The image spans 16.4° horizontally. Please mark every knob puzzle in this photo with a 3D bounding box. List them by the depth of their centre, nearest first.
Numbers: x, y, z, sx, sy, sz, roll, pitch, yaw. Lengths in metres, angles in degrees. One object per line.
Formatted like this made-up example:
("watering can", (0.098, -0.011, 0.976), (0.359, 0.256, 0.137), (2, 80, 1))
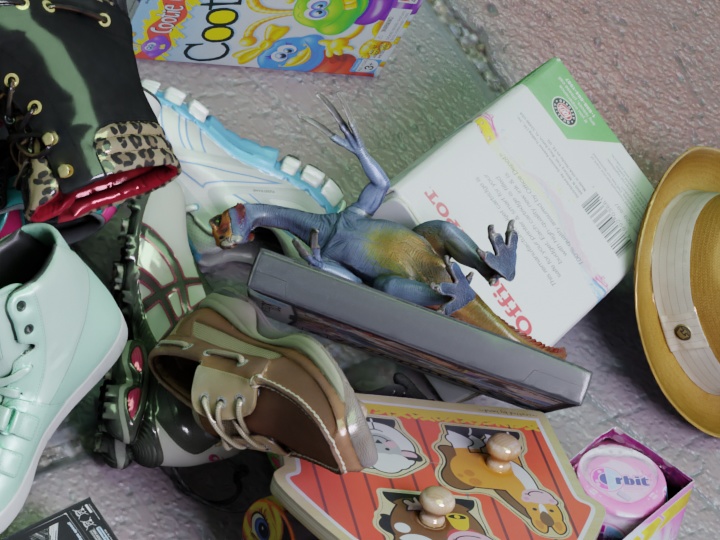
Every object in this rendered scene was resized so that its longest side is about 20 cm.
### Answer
("knob puzzle", (0.048, 0.122, 1.405), (0.219, 0.031, 0.220), (12, 27, -7))

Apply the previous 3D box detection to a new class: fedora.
("fedora", (0.263, 0.013, 1.673), (0.200, 0.082, 0.201), (8, 80, -47))

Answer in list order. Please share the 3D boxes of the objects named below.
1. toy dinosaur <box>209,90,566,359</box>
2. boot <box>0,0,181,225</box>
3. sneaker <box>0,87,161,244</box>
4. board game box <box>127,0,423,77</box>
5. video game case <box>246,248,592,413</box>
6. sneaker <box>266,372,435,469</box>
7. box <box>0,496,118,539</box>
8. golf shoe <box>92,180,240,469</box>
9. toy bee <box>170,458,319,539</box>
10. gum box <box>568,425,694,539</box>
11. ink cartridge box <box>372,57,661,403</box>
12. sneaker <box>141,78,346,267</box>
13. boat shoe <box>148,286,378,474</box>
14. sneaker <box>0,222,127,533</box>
("toy dinosaur", (0.000, 0.000, 1.528), (0.105, 0.181, 0.200), (-48, 125, -33))
("boot", (-0.203, -0.101, 1.412), (0.199, 0.073, 0.151), (-14, 75, -35))
("sneaker", (-0.231, -0.065, 1.542), (0.199, 0.084, 0.121), (8, 71, 9))
("board game box", (-0.070, -0.208, 1.715), (0.199, 0.105, 0.103), (2, 55, -25))
("video game case", (0.029, 0.039, 1.472), (0.199, 0.181, 0.026), (20, 84, -1))
("sneaker", (0.041, 0.107, 1.549), (0.199, 0.077, 0.084), (20, 53, -14))
("box", (-0.161, 0.240, 1.360), (0.157, 0.050, 0.200), (-24, 69, -38))
("golf shoe", (-0.112, 0.031, 1.523), (0.088, 0.077, 0.201), (5, 61, -8))
("toy bee", (-0.039, 0.171, 1.437), (0.200, 0.109, 0.131), (42, 50, 7))
("gum box", (0.106, 0.193, 1.481), (0.066, 0.114, 0.200), (34, 44, 25))
("ink cartridge box", (0.095, -0.026, 1.649), (0.146, 0.087, 0.200), (53, 47, -4))
("sneaker", (-0.108, -0.052, 1.600), (0.199, 0.075, 0.087), (25, 54, -8))
("boat shoe", (-0.056, 0.073, 1.390), (0.072, 0.200, 0.076), (-31, 116, -17))
("sneaker", (-0.217, 0.065, 1.395), (0.074, 0.118, 0.201), (17, 61, 31))
